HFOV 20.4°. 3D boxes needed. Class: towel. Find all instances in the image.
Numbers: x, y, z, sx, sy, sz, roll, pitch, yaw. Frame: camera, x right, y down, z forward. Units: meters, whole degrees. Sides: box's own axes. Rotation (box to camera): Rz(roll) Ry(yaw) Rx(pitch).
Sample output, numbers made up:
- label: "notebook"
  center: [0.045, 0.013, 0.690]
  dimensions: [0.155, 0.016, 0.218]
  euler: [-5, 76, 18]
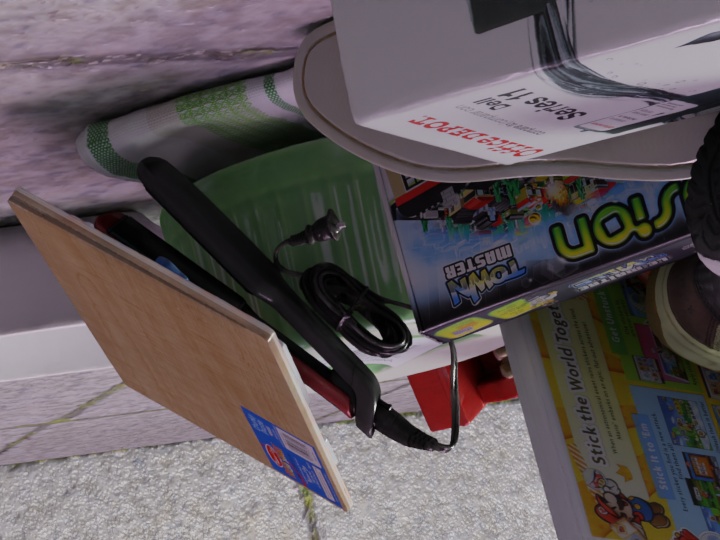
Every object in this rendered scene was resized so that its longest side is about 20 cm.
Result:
- label: "towel"
  center: [-0.021, -0.071, 0.986]
  dimensions: [0.198, 0.031, 0.149]
  euler: [-13, 172, 20]

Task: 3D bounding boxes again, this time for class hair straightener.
- label: "hair straightener"
  center: [-0.027, 0.011, 0.935]
  dimensions: [0.077, 0.200, 0.041]
  euler: [-52, 175, 18]

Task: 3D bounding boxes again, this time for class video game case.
- label: "video game case"
  center: [0.158, 0.070, 0.932]
  dimensions: [0.180, 0.201, 0.023]
  euler: [11, 130, -20]

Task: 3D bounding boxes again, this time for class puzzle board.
- label: "puzzle board"
  center: [-0.080, 0.040, 0.968]
  dimensions: [0.150, 0.017, 0.200]
  euler: [27, 160, 23]

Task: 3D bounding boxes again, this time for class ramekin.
- label: "ramekin"
  center: [0.000, 0.000, 1.050]
  dimensions: [0.198, 0.099, 0.200]
  euler: [-11, 169, -2]

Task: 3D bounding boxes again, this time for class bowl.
- label: "bowl"
  center: [-0.193, 0.018, 1.234]
  dimensions: [0.198, 0.075, 0.200]
  euler: [-8, 172, -8]

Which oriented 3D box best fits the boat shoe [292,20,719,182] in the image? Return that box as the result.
- label: "boat shoe"
  center: [0.070, -0.077, 0.852]
  dimensions: [0.198, 0.076, 0.062]
  euler: [2, -170, 21]

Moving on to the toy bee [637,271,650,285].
- label: "toy bee"
  center: [0.206, -0.072, 0.975]
  dimensions: [0.199, 0.132, 0.109]
  euler: [-22, -167, 12]

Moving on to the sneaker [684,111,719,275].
- label: "sneaker"
  center: [0.203, -0.061, 0.791]
  dimensions: [0.075, 0.077, 0.200]
  euler: [22, -121, 44]

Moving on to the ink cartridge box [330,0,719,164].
- label: "ink cartridge box"
  center: [0.105, -0.105, 0.717]
  dimensions: [0.199, 0.084, 0.146]
  euler: [-13, 171, 27]

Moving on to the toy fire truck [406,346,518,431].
- label: "toy fire truck"
  center: [0.103, 0.043, 1.167]
  dimensions: [0.140, 0.049, 0.200]
  euler: [-15, -166, 32]

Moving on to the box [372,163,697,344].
- label: "box"
  center: [0.107, -0.052, 0.890]
  dimensions: [0.199, 0.111, 0.035]
  euler: [-21, 163, 17]

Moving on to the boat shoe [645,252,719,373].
- label: "boat shoe"
  center: [0.229, 0.032, 0.919]
  dimensions: [0.199, 0.072, 0.066]
  euler: [17, 170, -18]
